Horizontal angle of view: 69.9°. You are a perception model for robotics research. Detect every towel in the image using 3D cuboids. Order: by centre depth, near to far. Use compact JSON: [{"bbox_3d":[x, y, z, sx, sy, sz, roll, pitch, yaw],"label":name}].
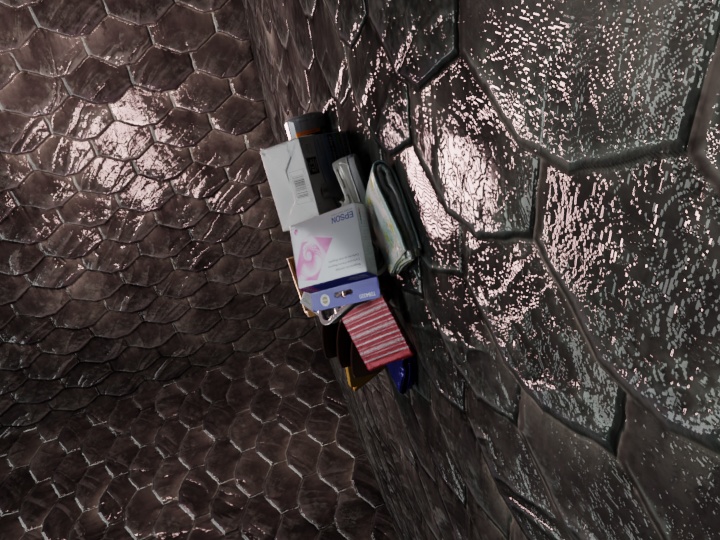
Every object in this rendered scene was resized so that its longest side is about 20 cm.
[{"bbox_3d":[0.057,-0.098,1.033,0.171,0.048,0.202,120,133,-75],"label":"towel"},{"bbox_3d":[0.031,0.131,1.216,0.022,0.144,0.201,-27,-90,-56],"label":"towel"},{"bbox_3d":[0.090,0.195,1.325,0.201,0.049,0.149,-117,22,-46],"label":"towel"}]

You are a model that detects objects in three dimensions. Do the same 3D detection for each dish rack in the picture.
[{"bbox_3d":[-0.042,0.017,1.214,0.043,0.172,0.201,24,-147,-41],"label":"dish rack"}]

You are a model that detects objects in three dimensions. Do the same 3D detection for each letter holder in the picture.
[{"bbox_3d":[-0.024,0.189,1.368,0.101,0.141,0.201,-119,22,-44],"label":"letter holder"}]

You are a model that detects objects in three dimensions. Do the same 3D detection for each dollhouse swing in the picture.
[{"bbox_3d":[-0.019,0.229,1.633,0.176,0.181,0.201,40,152,34],"label":"dollhouse swing"}]

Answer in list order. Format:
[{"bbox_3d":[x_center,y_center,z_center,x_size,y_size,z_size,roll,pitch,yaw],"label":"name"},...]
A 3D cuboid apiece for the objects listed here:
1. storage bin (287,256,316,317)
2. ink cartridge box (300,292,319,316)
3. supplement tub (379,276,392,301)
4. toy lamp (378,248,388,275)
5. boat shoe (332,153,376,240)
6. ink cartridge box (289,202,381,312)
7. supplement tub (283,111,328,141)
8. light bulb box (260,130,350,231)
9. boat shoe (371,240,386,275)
[{"bbox_3d":[-0.117,0.030,1.706,0.094,0.198,0.199,84,165,-51],"label":"storage bin"},{"bbox_3d":[-0.062,0.072,1.447,0.199,0.041,0.201,34,133,10],"label":"ink cartridge box"},{"bbox_3d":[0.000,0.000,1.311,0.107,0.106,0.201,90,160,-56],"label":"supplement tub"},{"bbox_3d":[0.026,-0.055,1.231,0.200,0.058,0.059,-121,18,-53],"label":"toy lamp"},{"bbox_3d":[-0.013,-0.158,1.165,0.071,0.069,0.201,-67,-40,-65],"label":"boat shoe"},{"bbox_3d":[-0.059,-0.023,1.104,0.195,0.043,0.202,-15,81,35],"label":"ink cartridge box"},{"bbox_3d":[-0.138,-0.339,1.467,0.123,0.122,0.202,-147,41,-74],"label":"supplement tub"},{"bbox_3d":[-0.111,-0.219,1.245,0.200,0.124,0.200,-31,-70,-54],"label":"light bulb box"},{"bbox_3d":[-0.016,-0.063,1.151,0.199,0.076,0.060,33,163,38],"label":"boat shoe"}]
